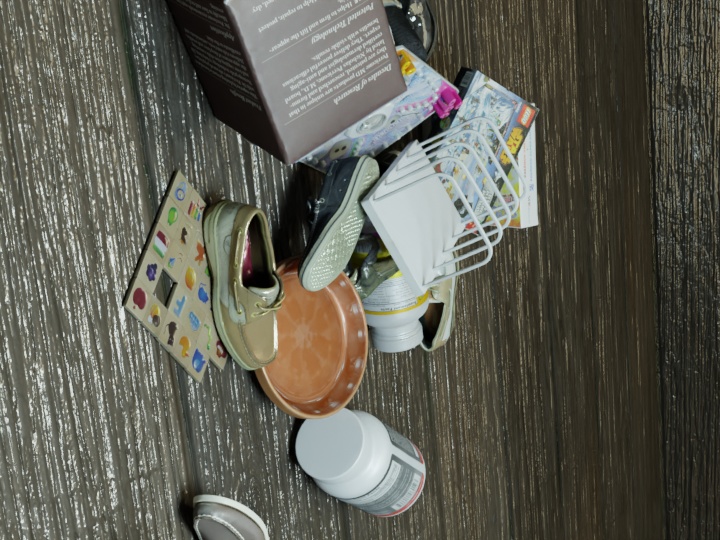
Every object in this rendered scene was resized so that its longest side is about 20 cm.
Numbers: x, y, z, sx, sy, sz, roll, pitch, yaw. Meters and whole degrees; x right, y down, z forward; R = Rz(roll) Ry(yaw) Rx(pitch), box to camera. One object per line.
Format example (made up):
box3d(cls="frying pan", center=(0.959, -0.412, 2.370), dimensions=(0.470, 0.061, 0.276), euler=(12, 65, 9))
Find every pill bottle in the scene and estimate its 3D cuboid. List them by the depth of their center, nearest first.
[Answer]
box3d(cls="pill bottle", center=(0.000, 0.247, 1.606), dimensions=(0.200, 0.116, 0.116), euler=(43, 53, -58))
box3d(cls="pill bottle", center=(0.037, 0.007, 1.682), dimensions=(0.104, 0.104, 0.200), euler=(-45, 132, -55))

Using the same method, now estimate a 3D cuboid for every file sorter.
box3d(cls="file sorter", center=(0.114, -0.089, 1.551), dimensions=(0.139, 0.124, 0.200), euler=(59, 31, -15))

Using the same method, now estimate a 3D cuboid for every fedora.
box3d(cls="fedora", center=(0.022, -0.267, 1.543), dimensions=(0.201, 0.092, 0.201), euler=(-43, 168, -11))

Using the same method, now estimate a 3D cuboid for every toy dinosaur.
box3d(cls="toy dinosaur", center=(0.000, 0.000, 1.594), dimensions=(0.088, 0.200, 0.047), euler=(62, -7, -18))

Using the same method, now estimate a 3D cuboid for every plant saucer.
box3d(cls="plant saucer", center=(-0.066, 0.081, 1.504), dimensions=(0.200, 0.032, 0.201), euler=(11, 76, -49))

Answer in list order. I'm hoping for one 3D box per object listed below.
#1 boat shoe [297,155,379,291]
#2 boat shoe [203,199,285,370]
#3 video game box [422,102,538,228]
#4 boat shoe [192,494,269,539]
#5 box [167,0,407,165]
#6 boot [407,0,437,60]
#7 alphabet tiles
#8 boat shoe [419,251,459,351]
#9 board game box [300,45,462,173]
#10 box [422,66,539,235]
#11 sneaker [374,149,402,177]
box3d(cls="boat shoe", center=(-0.038, -0.059, 1.496), dimensions=(0.075, 0.062, 0.200), euler=(70, 36, -52))
box3d(cls="boat shoe", center=(-0.121, 0.021, 1.362), dimensions=(0.074, 0.066, 0.200), euler=(-35, 121, -46))
box3d(cls="video game box", center=(0.178, -0.161, 1.865), dimensions=(0.047, 0.200, 0.183), euler=(-15, 105, -41))
box3d(cls="boat shoe", center=(-0.139, 0.314, 1.369), dimensions=(0.200, 0.072, 0.060), euler=(69, 30, -50))
box3d(cls="box", center=(-0.081, -0.252, 1.277), dimensions=(0.164, 0.166, 0.200), euler=(-35, 131, -18))
box3d(cls="boot", center=(0.035, -0.387, 1.710), dimensions=(0.174, 0.069, 0.200), euler=(-8, 91, -62))
box3d(cls="alphabet tiles", center=(-0.179, 0.017, 1.336), dimensions=(0.200, 0.008, 0.167), euler=(58, 41, -51))
box3d(cls="boat shoe", center=(0.109, 0.028, 1.871), dimensions=(0.068, 0.075, 0.200), euler=(-54, 140, -58))
box3d(cls="board game box", center=(0.014, -0.183, 1.535), dimensions=(0.026, 0.200, 0.200), euler=(60, 17, 20))
box3d(cls="box", center=(0.153, -0.164, 1.714), dimensions=(0.137, 0.040, 0.200), euler=(24, 93, -38))
box3d(cls="sneaker", center=(0.051, -0.091, 1.737), dimensions=(0.200, 0.080, 0.086), euler=(57, 44, -49))
